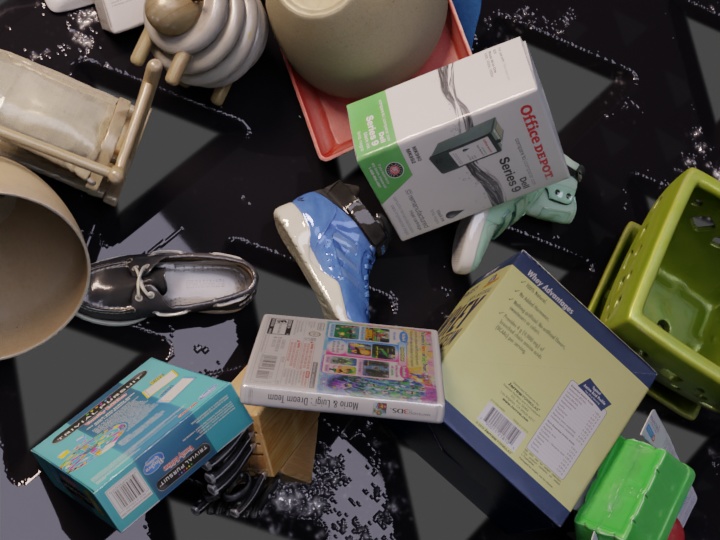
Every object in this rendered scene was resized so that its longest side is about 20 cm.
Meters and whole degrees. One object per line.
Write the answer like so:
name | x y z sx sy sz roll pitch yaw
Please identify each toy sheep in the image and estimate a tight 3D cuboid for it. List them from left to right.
toy sheep | -0.160 -0.251 1.305 0.136 0.200 0.141 -2 85 20

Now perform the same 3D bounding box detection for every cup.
cup | -0.021 -0.292 1.298 0.197 0.143 0.204 -1 86 18

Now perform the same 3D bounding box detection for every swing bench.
swing bench | -0.308 -0.158 1.213 0.196 0.200 0.132 21 79 -10

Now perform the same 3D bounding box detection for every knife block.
knife block | -0.106 0.141 1.207 0.063 0.175 0.203 -1 71 26

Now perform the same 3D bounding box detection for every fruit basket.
fruit basket | 0.291 0.271 1.319 0.093 0.201 0.187 17 65 33

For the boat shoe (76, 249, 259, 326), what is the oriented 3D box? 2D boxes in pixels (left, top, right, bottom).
boat shoe | -0.200 0.015 1.268 0.196 0.060 0.075 2 75 -17

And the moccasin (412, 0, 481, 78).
moccasin | 0.087 -0.234 1.421 0.080 0.068 0.203 21 92 -24

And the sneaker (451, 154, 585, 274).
sneaker | 0.182 -0.065 1.404 0.117 0.074 0.202 29 67 -5

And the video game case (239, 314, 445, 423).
video game case | -0.013 0.088 1.176 0.179 0.200 0.024 6 106 0

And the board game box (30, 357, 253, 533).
board game box | -0.204 0.154 1.153 0.150 0.199 0.047 -38 110 -22

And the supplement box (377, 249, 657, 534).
supplement box | 0.162 0.131 1.313 0.200 0.134 0.200 41 68 -4

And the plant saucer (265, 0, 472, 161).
plant saucer | 0.016 -0.246 1.376 0.198 0.037 0.203 -23 79 16

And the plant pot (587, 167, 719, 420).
plant pot | 0.362 0.041 1.377 0.197 0.181 0.202 32 68 -7

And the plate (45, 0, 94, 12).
plate | -0.279 -0.399 1.372 0.197 0.032 0.202 -20 83 -22

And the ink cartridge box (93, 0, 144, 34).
ink cartridge box | -0.204 -0.369 1.333 0.198 0.045 0.179 -25 119 -23

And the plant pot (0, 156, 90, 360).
plant pot | -0.363 -0.032 1.178 0.197 0.203 0.135 -7 42 -19

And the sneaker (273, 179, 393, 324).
sneaker | 0.000 0.000 1.327 0.110 0.077 0.202 -27 78 -13

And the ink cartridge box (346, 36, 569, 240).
ink cartridge box | 0.104 -0.135 1.310 0.197 0.146 0.085 -21 49 12
